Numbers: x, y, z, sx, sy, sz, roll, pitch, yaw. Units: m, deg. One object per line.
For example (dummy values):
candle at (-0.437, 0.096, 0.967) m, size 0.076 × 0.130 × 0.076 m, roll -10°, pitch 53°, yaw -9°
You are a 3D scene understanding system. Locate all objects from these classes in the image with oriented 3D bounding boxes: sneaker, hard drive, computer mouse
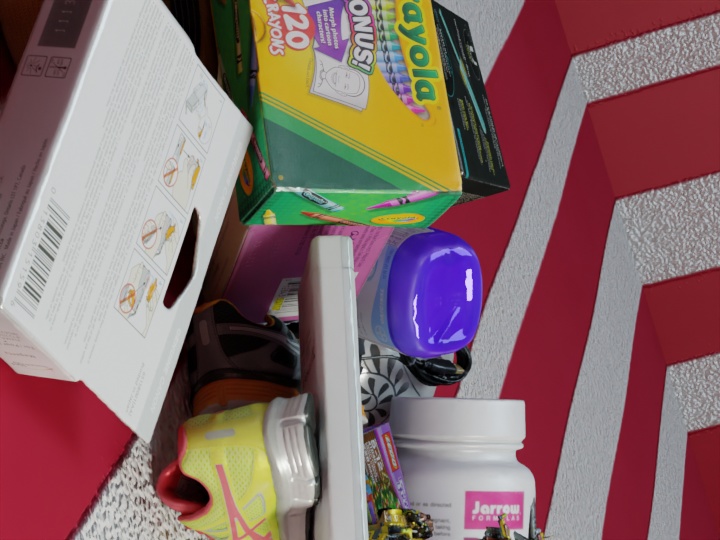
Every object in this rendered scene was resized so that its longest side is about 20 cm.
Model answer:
sneaker at (-0.053, 0.068, 1.581) m, size 0.200 × 0.078 × 0.077 m, roll 32°, pitch 40°, yaw -69°
hard drive at (-0.017, 0.094, 1.454) m, size 0.132 × 0.027 × 0.201 m, roll 110°, pitch -21°, yaw -73°
computer mouse at (0.009, 0.063, 1.719) m, size 0.200 × 0.034 × 0.059 m, roll -1°, pitch 94°, yaw -43°
sneaker at (-0.073, 0.126, 1.442) m, size 0.200 × 0.090 × 0.078 m, roll 97°, pitch -12°, yaw -59°

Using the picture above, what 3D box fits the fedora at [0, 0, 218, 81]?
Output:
fedora at (-0.150, -0.148, 1.411) m, size 0.201 × 0.082 × 0.201 m, roll -13°, pitch 90°, yaw -71°

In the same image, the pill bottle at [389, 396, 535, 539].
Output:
pill bottle at (0.065, 0.189, 1.743) m, size 0.113 × 0.113 × 0.201 m, roll 11°, pitch 79°, yaw -75°

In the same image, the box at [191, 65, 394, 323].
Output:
box at (-0.051, -0.090, 1.561) m, size 0.176 × 0.096 × 0.201 m, roll 118°, pitch -35°, yaw -65°

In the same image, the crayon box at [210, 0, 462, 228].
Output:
crayon box at (-0.019, -0.126, 1.444) m, size 0.058 × 0.118 × 0.201 m, roll 137°, pitch -51°, yaw -58°

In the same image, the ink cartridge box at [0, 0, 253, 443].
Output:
ink cartridge box at (-0.131, -0.035, 1.290) m, size 0.174 × 0.043 × 0.200 m, roll 55°, pitch 48°, yaw -57°

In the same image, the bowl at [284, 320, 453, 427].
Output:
bowl at (0.011, 0.040, 1.826) m, size 0.201 × 0.094 × 0.201 m, roll -16°, pitch 90°, yaw -77°

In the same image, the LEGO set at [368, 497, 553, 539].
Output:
LEGO set at (0.071, 0.231, 1.516) m, size 0.154 × 0.116 × 0.201 m, roll 23°, pitch 58°, yaw -52°

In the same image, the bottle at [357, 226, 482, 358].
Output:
bottle at (0.000, 0.000, 1.668) m, size 0.065 × 0.200 × 0.084 m, roll -7°, pitch 106°, yaw -34°

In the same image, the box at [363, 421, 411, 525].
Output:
box at (0.012, 0.205, 1.620) m, size 0.137 × 0.039 × 0.201 m, roll -12°, pitch 87°, yaw -77°

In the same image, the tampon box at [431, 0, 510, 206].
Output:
tampon box at (0.027, -0.124, 1.999) m, size 0.200 × 0.126 × 0.150 m, roll 6°, pitch 70°, yaw -76°
